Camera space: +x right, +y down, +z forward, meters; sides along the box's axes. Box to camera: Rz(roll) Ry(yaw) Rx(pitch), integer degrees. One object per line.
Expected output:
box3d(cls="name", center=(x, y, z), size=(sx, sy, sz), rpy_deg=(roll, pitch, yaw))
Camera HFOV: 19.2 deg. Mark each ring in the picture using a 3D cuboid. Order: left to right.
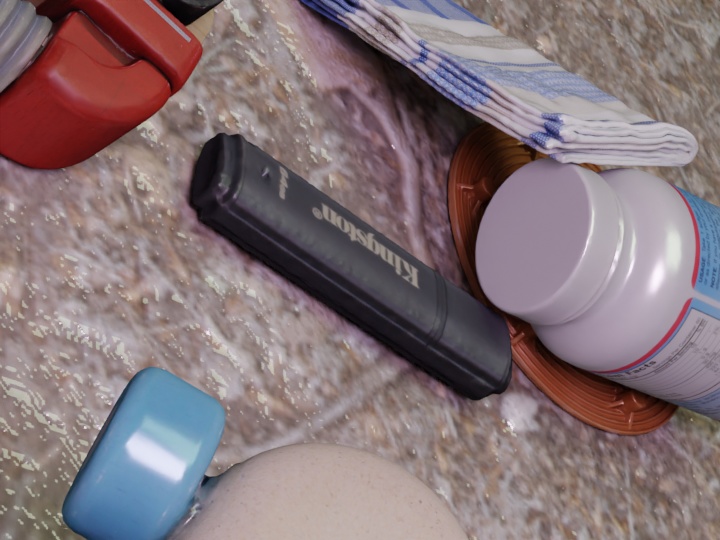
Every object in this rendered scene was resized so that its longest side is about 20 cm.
box3d(cls="ring", center=(0.125, -0.001, 1.211), size=(0.200, 0.019, 0.201), rpy_deg=(30, 44, -34))

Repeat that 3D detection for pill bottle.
box3d(cls="pill bottle", center=(0.158, 0.010, 1.132), size=(0.199, 0.109, 0.109), rpy_deg=(22, 48, -39))

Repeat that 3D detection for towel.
box3d(cls="towel", center=(0.074, -0.110, 1.141), size=(0.200, 0.024, 0.146), rpy_deg=(36, 22, 33))

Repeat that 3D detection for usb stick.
box3d(cls="usb stick", center=(0.000, 0.000, 1.050), size=(0.200, 0.033, 0.056), rpy_deg=(34, 42, -28))

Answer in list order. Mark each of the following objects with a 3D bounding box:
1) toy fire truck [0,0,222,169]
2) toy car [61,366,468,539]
box3d(cls="toy fire truck", center=(-0.158, -0.107, 0.885), size=(0.176, 0.128, 0.201), rpy_deg=(42, 50, -20))
box3d(cls="toy car", center=(-0.051, 0.169, 0.727), size=(0.184, 0.200, 0.177), rpy_deg=(31, 50, -6))
